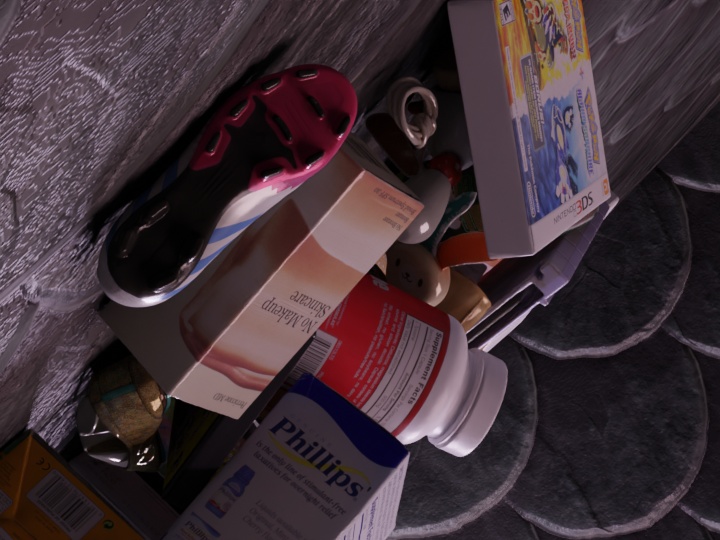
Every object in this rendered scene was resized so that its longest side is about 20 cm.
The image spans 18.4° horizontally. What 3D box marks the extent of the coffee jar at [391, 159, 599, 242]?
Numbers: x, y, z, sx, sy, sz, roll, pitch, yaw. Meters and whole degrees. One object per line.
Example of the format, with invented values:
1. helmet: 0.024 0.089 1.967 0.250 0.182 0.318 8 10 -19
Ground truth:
1. coffee jar: 0.103 -0.061 1.913 0.104 0.086 0.199 -20 -172 -42

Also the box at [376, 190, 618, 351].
1. box: 0.127 -0.038 2.178 0.106 0.152 0.200 -36 166 -49

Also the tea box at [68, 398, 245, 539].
1. tea box: -0.195 0.234 1.877 0.200 0.134 0.197 -53 171 29

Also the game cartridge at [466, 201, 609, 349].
1. game cartridge: 0.133 0.018 1.958 0.200 0.038 0.130 -41 -175 40

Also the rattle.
1. rattle: 0.000 0.000 1.791 0.142 0.131 0.199 9 169 -39

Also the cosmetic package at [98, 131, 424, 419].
1. cosmetic package: -0.066 -0.007 1.493 0.200 0.087 0.103 -49 152 10

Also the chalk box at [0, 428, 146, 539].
1. chalk box: -0.255 0.233 1.604 0.124 0.125 0.200 -41 169 -35

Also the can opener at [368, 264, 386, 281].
1. can opener: -0.028 0.053 2.061 0.067 0.053 0.200 -39 -170 37

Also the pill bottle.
1. pill bottle: 0.010 0.067 1.739 0.112 0.199 0.112 -55 -162 27

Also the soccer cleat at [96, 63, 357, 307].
1. soccer cleat: -0.088 -0.054 1.365 0.200 0.070 0.086 -42 -174 -18

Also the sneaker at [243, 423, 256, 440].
1. sneaker: -0.170 0.188 2.062 0.200 0.075 0.088 -39 -175 18

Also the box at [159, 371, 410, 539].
1. box: -0.065 0.207 1.691 0.200 0.105 0.184 -48 167 -20

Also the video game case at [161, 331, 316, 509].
1. video game case: -0.086 0.052 1.657 0.200 0.025 0.181 -53 -159 33

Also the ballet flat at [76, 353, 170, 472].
1. ballet flat: -0.181 0.113 1.665 0.071 0.071 0.200 -44 172 -18

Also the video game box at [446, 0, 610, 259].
1. video game box: 0.135 -0.129 1.733 0.047 0.201 0.182 -4 -166 25

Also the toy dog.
1. toy dog: 0.051 -0.098 1.740 0.096 0.133 0.200 -5 -166 35

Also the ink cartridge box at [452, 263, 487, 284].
1. ink cartridge box: 0.052 0.033 2.075 0.200 0.044 0.174 -44 -174 48

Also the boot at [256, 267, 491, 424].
1. boot: -0.002 0.072 1.918 0.200 0.175 0.066 -50 133 -10
